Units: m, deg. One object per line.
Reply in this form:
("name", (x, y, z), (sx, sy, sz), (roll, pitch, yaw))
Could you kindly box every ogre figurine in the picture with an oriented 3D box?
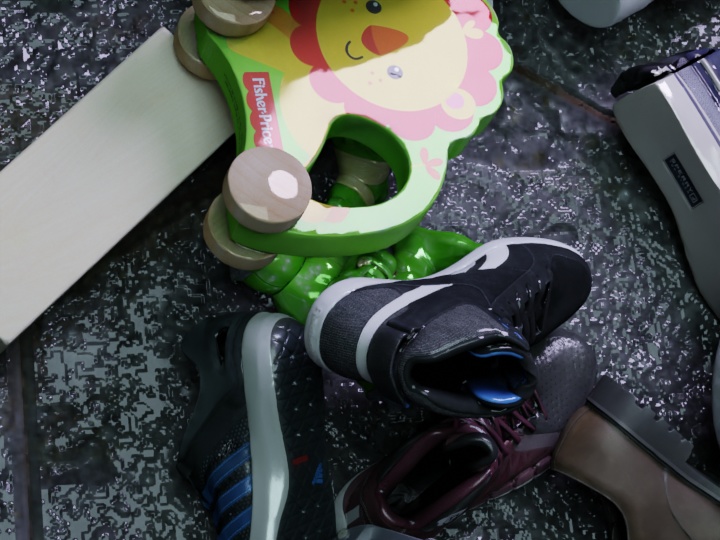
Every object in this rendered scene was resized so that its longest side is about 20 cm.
("ogre figurine", (0.000, 0.000, 1.230), (0.200, 0.098, 0.120), (54, 52, -27))

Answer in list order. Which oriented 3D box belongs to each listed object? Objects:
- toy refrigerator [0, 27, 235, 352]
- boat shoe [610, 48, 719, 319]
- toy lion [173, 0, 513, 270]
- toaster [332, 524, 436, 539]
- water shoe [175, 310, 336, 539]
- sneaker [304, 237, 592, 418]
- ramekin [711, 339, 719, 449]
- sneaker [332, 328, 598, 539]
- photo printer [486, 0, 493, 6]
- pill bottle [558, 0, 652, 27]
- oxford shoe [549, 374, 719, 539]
("toy refrigerator", (-0.165, -0.044, 1.215), (0.076, 0.070, 0.200), (46, 69, -5))
("boat shoe", (0.244, -0.053, 1.316), (0.093, 0.075, 0.200), (-27, 91, -32))
("toy lion", (-0.002, -0.102, 1.195), (0.192, 0.069, 0.200), (-1, 64, -19))
("toaster", (0.002, 0.247, 1.125), (0.200, 0.114, 0.129), (-50, 121, -23))
("water shoe", (-0.062, 0.123, 1.196), (0.071, 0.079, 0.200), (0, 90, -57))
("sneaker", (0.078, 0.039, 1.159), (0.200, 0.112, 0.073), (-13, 117, -36))
("ramekin", (0.305, 0.072, 1.244), (0.200, 0.098, 0.201), (-4, 97, -33))
("sneaker", (0.077, 0.097, 1.205), (0.200, 0.116, 0.076), (-40, 86, -21))
("photo printer", (-0.007, -0.222, 1.304), (0.166, 0.069, 0.200), (-8, 76, -15))
("pill bottle", (0.214, -0.240, 1.340), (0.200, 0.114, 0.114), (-31, 83, -20))
("oxford shoe", (0.192, 0.156, 1.245), (0.200, 0.073, 0.084), (41, 87, -8))
